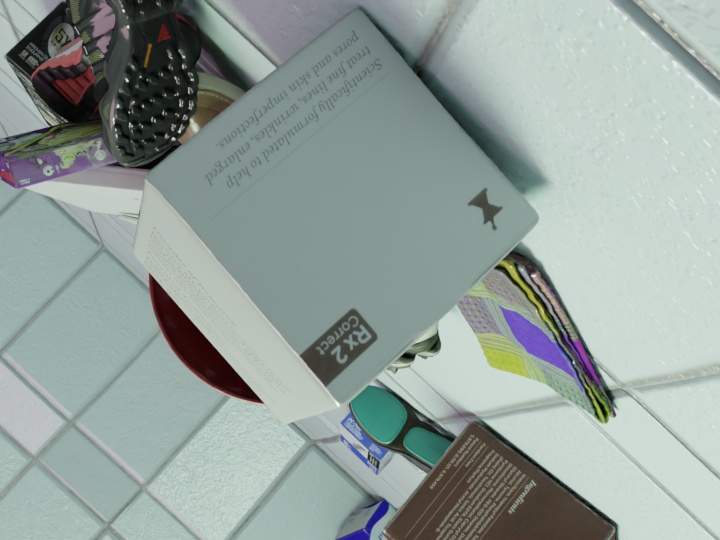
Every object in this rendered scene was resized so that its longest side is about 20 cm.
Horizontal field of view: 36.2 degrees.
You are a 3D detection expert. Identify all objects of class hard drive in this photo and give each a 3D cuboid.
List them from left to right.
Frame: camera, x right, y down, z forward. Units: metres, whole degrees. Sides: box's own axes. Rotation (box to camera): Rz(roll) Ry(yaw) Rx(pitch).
[{"bbox_3d":[-0.206,-0.070,1.012,0.198,0.027,0.132,7,173,28],"label":"hard drive"}]

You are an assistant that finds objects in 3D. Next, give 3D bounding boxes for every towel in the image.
[{"bbox_3d":[0.109,0.035,0.832,0.143,0.023,0.200,27,160,47],"label":"towel"}]

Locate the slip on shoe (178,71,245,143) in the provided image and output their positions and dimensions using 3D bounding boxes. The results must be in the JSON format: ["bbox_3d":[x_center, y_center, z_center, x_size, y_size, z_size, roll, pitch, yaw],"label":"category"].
[{"bbox_3d":[-0.104,-0.086,0.925,0.075,0.061,0.200,-8,146,19],"label":"slip on shoe"}]

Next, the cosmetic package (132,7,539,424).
[{"bbox_3d":[-0.027,-0.021,0.690,0.165,0.165,0.200,48,162,-1],"label":"cosmetic package"}]

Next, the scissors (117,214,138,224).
[{"bbox_3d":[-0.148,-0.026,1.022,0.199,0.014,0.073,6,156,44],"label":"scissors"}]

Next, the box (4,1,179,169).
[{"bbox_3d":[-0.250,-0.155,1.147,0.200,0.086,0.164,40,166,12],"label":"box"}]

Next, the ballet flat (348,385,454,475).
[{"bbox_3d":[0.064,0.223,1.465,0.199,0.073,0.073,30,162,36],"label":"ballet flat"}]

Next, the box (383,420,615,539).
[{"bbox_3d":[0.160,0.310,1.236,0.199,0.164,0.166,36,165,27],"label":"box"}]

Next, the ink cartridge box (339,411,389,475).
[{"bbox_3d":[0.012,0.294,1.893,0.094,0.044,0.200,42,167,11],"label":"ink cartridge box"}]

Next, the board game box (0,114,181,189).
[{"bbox_3d":[-0.221,-0.117,0.961,0.120,0.199,0.033,16,122,60],"label":"board game box"}]

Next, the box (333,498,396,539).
[{"bbox_3d":[0.062,0.689,2.743,0.200,0.105,0.184,44,144,-4],"label":"box"}]

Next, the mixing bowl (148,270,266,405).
[{"bbox_3d":[-0.063,0.012,0.883,0.200,0.200,0.108,41,170,6],"label":"mixing bowl"}]

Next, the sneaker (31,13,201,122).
[{"bbox_3d":[-0.200,-0.192,0.929,0.199,0.087,0.074,-8,134,42],"label":"sneaker"}]

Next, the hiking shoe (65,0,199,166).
[{"bbox_3d":[-0.173,-0.175,0.817,0.101,0.075,0.201,46,141,37],"label":"hiking shoe"}]

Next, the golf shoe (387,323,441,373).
[{"bbox_3d":[0.000,0.000,0.980,0.200,0.077,0.089,37,141,33],"label":"golf shoe"}]
